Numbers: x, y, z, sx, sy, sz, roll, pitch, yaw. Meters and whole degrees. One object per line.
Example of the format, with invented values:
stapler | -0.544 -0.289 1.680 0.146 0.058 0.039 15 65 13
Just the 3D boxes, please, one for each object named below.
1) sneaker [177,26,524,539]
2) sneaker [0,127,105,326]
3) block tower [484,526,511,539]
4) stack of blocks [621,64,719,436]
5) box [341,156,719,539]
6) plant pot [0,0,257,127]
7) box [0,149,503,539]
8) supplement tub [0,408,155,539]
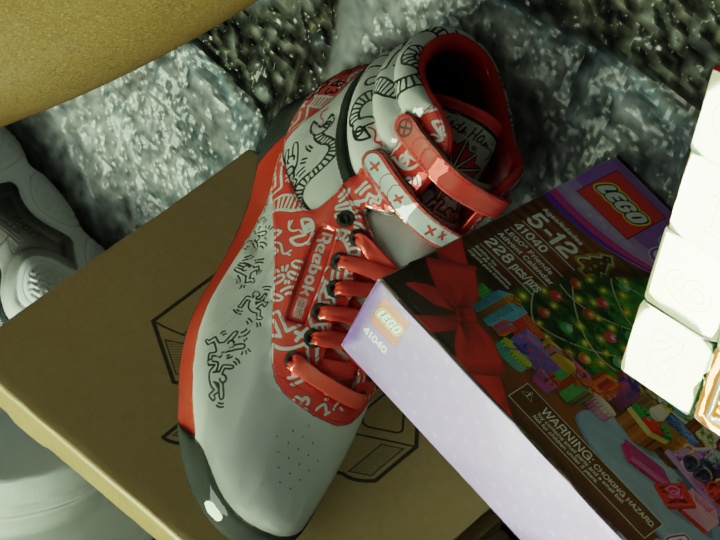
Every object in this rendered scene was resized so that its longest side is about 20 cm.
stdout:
sneaker | -0.001 -0.001 0.836 0.067 0.202 0.108 34 140 -27
sneaker | -0.176 0.020 1.071 0.114 0.075 0.200 -47 69 23
block tower | 0.007 0.099 0.967 0.200 0.058 0.054 53 137 13
stack of blocks | 0.157 -0.052 0.693 0.059 0.115 0.201 34 131 28
box | 0.108 0.060 0.783 0.200 0.137 0.039 46 134 17
plant pot | -0.094 -0.157 0.862 0.199 0.186 0.187 -8 104 33
box | -0.030 0.047 0.897 0.200 0.163 0.021 36 147 27
supplement tub | -0.162 0.157 1.099 0.140 0.140 0.201 19 123 38
